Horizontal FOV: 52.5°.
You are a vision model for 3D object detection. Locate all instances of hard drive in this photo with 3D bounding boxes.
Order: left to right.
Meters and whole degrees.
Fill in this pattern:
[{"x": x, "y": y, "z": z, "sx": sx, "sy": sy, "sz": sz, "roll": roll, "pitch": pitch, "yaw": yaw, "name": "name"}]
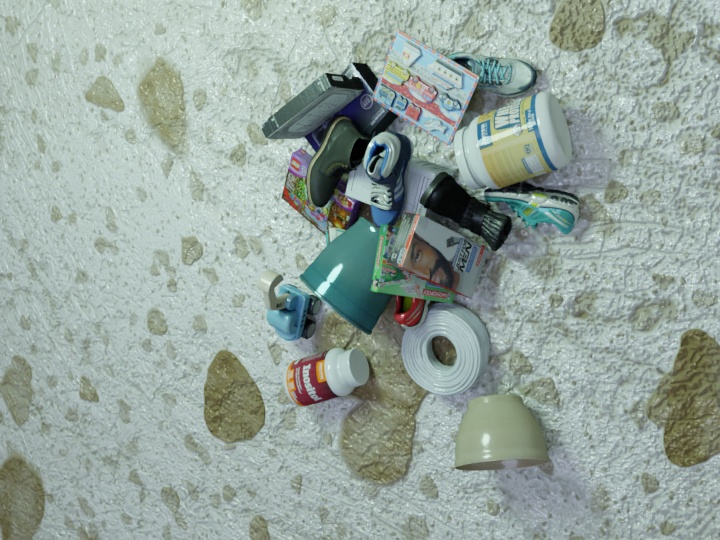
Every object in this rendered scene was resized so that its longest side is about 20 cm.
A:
[{"x": -0.101, "y": -0.341, "z": 1.535, "sx": 0.197, "sy": 0.139, "sz": 0.039, "roll": -29, "pitch": 84, "yaw": 31, "name": "hard drive"}]

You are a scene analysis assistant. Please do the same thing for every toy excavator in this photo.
[{"x": -0.181, "y": 0.084, "z": 1.723, "sx": 0.098, "sy": 0.199, "sz": 0.200, "roll": 22, "pitch": 111, "yaw": 23, "name": "toy excavator"}]

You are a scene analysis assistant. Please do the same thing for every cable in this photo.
[{"x": 0.185, "y": 0.173, "z": 1.605, "sx": 0.197, "sy": 0.069, "sz": 0.205, "roll": 28, "pitch": 113, "yaw": 22, "name": "cable"}]

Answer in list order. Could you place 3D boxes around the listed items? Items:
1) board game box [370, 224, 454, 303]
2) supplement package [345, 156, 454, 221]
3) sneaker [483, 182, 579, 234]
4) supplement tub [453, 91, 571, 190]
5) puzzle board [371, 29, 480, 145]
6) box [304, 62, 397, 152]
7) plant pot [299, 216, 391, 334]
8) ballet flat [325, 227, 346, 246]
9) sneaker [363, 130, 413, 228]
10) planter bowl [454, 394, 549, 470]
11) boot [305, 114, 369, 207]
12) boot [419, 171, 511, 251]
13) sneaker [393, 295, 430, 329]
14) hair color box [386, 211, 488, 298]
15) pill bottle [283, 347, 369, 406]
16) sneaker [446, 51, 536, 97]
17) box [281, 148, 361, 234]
[{"x": 0.119, "y": -0.011, "z": 1.523, "sx": 0.029, "sy": 0.195, "sz": 0.139, "roll": 11, "pitch": 92, "yaw": 59, "name": "board game box"}, {"x": 0.084, "y": -0.187, "z": 1.564, "sx": 0.196, "sy": 0.109, "sz": 0.117, "roll": 24, "pitch": 111, "yaw": 24, "name": "supplement package"}, {"x": 0.335, "y": -0.124, "z": 1.456, "sx": 0.196, "sy": 0.077, "sz": 0.082, "roll": 18, "pitch": 118, "yaw": 26, "name": "sneaker"}, {"x": 0.294, "y": -0.244, "z": 1.410, "sx": 0.196, "sy": 0.144, "sz": 0.149, "roll": -16, "pitch": 93, "yaw": 31, "name": "supplement tub"}, {"x": 0.126, "y": -0.365, "z": 1.466, "sx": 0.198, "sy": 0.017, "sz": 0.153, "roll": 34, "pitch": 125, "yaw": 15, "name": "puzzle board"}, {"x": -0.025, "y": -0.334, "z": 1.618, "sx": 0.142, "sy": 0.078, "sz": 0.200, "roll": 50, "pitch": 119, "yaw": 8, "name": "box"}, {"x": 0.000, "y": 0.000, "z": 1.570, "sx": 0.199, "sy": 0.200, "sz": 0.190, "roll": 39, "pitch": 92, "yaw": 17, "name": "plant pot"}, {"x": -0.049, "y": -0.012, "z": 1.692, "sx": 0.068, "sy": 0.069, "sz": 0.204, "roll": 24, "pitch": 135, "yaw": 23, "name": "ballet flat"}, {"x": 0.037, "y": -0.174, "z": 1.444, "sx": 0.079, "sy": 0.145, "sz": 0.206, "roll": 22, "pitch": 109, "yaw": 24, "name": "sneaker"}, {"x": 0.289, "y": 0.337, "z": 1.525, "sx": 0.196, "sy": 0.199, "sz": 0.139, "roll": -15, "pitch": 66, "yaw": 31, "name": "planter bowl"}, {"x": -0.049, "y": -0.211, "z": 1.531, "sx": 0.139, "sy": 0.075, "sz": 0.205, "roll": 48, "pitch": 127, "yaw": 54, "name": "boot"}, {"x": 0.216, "y": -0.115, "z": 1.452, "sx": 0.157, "sy": 0.210, "sz": 0.080, "roll": 41, "pitch": 106, "yaw": 21, "name": "boot"}, {"x": 0.117, "y": 0.024, "z": 1.575, "sx": 0.075, "sy": 0.084, "sz": 0.206, "roll": 0, "pitch": 73, "yaw": 39, "name": "sneaker"}, {"x": 0.160, "y": -0.030, "z": 1.489, "sx": 0.064, "sy": 0.196, "sz": 0.114, "roll": 18, "pitch": 87, "yaw": 60, "name": "hair color box"}, {"x": -0.081, "y": 0.252, "z": 1.751, "sx": 0.196, "sy": 0.112, "sz": 0.116, "roll": -21, "pitch": 90, "yaw": 31, "name": "pill bottle"}, {"x": 0.248, "y": -0.386, "z": 1.441, "sx": 0.195, "sy": 0.086, "sz": 0.080, "roll": 15, "pitch": 108, "yaw": 27, "name": "sneaker"}, {"x": -0.092, "y": -0.168, "z": 1.688, "sx": 0.199, "sy": 0.039, "sz": 0.139, "roll": 39, "pitch": 136, "yaw": 18, "name": "box"}]
